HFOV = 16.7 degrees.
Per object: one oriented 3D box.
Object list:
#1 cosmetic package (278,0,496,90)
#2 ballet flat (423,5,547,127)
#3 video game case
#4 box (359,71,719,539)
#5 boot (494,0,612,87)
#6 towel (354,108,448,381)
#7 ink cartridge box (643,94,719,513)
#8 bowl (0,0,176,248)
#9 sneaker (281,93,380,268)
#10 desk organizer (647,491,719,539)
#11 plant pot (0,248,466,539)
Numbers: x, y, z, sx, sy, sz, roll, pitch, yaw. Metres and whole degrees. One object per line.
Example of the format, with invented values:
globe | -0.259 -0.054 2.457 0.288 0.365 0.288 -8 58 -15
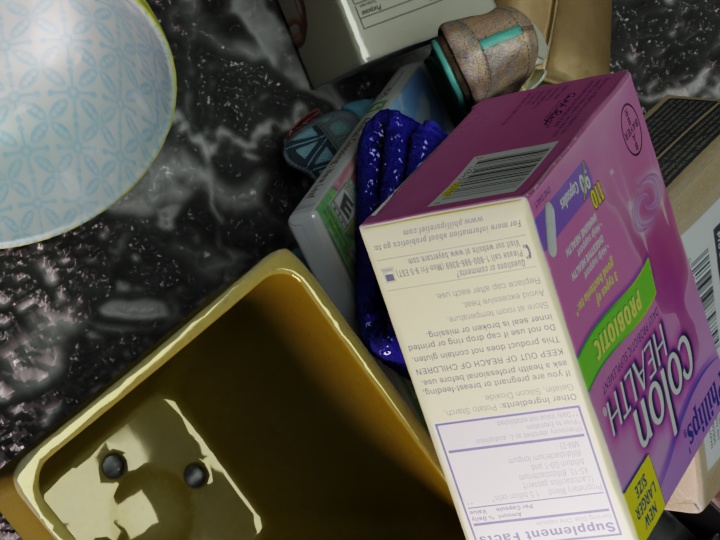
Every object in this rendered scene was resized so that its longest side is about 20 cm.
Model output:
cosmetic package | -0.010 -0.224 1.478 0.103 0.087 0.201 -21 91 -24
ballet flat | 0.078 -0.117 1.438 0.067 0.200 0.068 -27 90 -1
video game case | 0.040 0.008 1.397 0.201 0.022 0.182 63 33 -21
box | 0.103 0.024 1.290 0.176 0.096 0.201 -46 122 -56
boot | 0.095 -0.217 1.534 0.174 0.066 0.201 14 79 -20
towel | 0.067 0.006 1.374 0.200 0.049 0.149 30 53 -52
ink cartridge box | 0.192 0.017 1.453 0.165 0.075 0.201 -40 126 -49
bowl | -0.208 -0.121 1.359 0.199 0.201 0.108 3 39 -22
sneaker | 0.000 0.000 1.474 0.095 0.079 0.201 -12 88 -2
desk organizer | 0.210 0.191 1.527 0.077 0.072 0.200 43 70 -10
plant pot | -0.086 0.132 1.340 0.194 0.200 0.196 -40 98 -22
